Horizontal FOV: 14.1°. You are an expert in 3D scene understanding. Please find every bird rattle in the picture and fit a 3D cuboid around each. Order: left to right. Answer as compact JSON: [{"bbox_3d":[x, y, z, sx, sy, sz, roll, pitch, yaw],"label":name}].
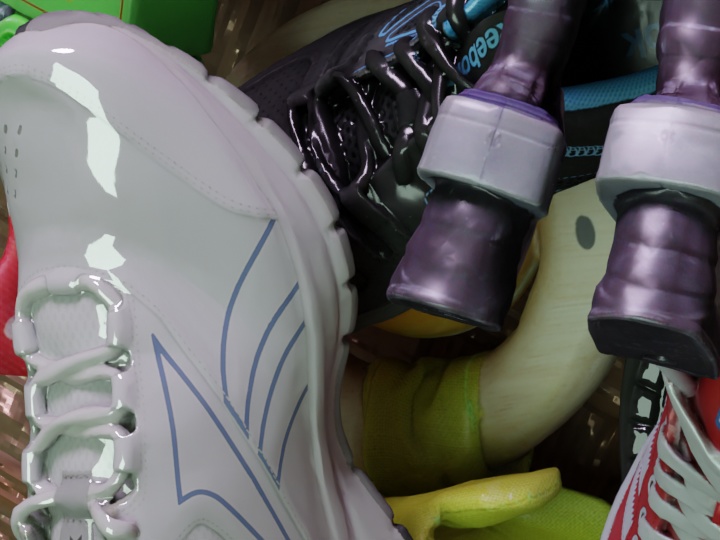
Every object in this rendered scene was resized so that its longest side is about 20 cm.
[{"bbox_3d":[0.000,0.000,0.780,0.200,0.113,0.163,44,108,21],"label":"bird rattle"}]

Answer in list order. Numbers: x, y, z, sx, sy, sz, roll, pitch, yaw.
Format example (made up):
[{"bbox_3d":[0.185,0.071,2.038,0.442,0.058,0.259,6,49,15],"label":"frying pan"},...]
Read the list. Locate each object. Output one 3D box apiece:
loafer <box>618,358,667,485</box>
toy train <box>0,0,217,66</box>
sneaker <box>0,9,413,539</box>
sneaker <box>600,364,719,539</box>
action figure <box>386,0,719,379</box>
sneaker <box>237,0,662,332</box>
[{"bbox_3d":[0.121,0.084,0.740,0.073,0.071,0.201,-15,103,21],"label":"loafer"},{"bbox_3d":[-0.108,-0.089,0.775,0.200,0.042,0.057,29,121,40],"label":"toy train"},{"bbox_3d":[-0.043,0.038,0.667,0.074,0.087,0.201,-4,112,43],"label":"sneaker"},{"bbox_3d":[0.087,0.050,0.639,0.071,0.112,0.201,23,107,13],"label":"sneaker"},{"bbox_3d":[0.058,-0.084,0.571,0.130,0.069,0.201,14,87,19],"label":"action figure"},{"bbox_3d":[0.023,-0.043,0.687,0.199,0.082,0.073,-24,72,18],"label":"sneaker"}]
